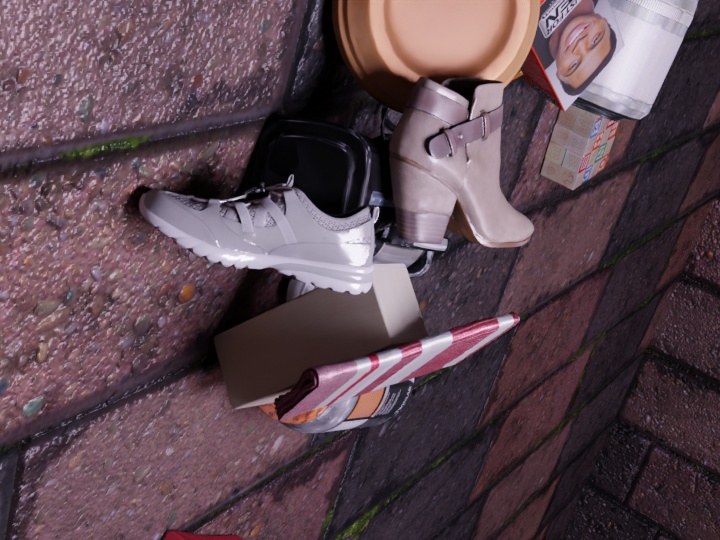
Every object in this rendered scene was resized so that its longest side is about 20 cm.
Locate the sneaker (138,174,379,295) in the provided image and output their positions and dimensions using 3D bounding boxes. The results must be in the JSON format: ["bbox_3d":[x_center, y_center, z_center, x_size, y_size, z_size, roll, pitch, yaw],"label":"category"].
[{"bbox_3d":[-0.079,-0.042,0.868,0.075,0.199,0.082,-145,-111,-71],"label":"sneaker"}]

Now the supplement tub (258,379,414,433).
[{"bbox_3d":[-0.031,0.113,1.161,0.123,0.122,0.200,-63,155,7],"label":"supplement tub"}]

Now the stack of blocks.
[{"bbox_3d":[0.342,-0.233,1.578,0.115,0.058,0.201,-32,143,-47],"label":"stack of blocks"}]

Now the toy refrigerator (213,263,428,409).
[{"bbox_3d":[-0.039,0.064,1.004,0.200,0.076,0.070,-26,166,34],"label":"toy refrigerator"}]

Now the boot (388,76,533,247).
[{"bbox_3d":[0.103,-0.098,0.960,0.199,0.070,0.147,-4,109,-47],"label":"boot"}]

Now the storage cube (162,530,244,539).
[{"bbox_3d":[-0.155,0.412,1.179,0.201,0.179,0.171,-58,156,-2],"label":"storage cube"}]

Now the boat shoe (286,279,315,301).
[{"bbox_3d":[0.000,0.000,1.161,0.200,0.068,0.072,-24,137,-53],"label":"boat shoe"}]

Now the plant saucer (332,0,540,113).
[{"bbox_3d":[0.074,-0.233,0.946,0.199,0.037,0.201,-6,108,-18],"label":"plant saucer"}]

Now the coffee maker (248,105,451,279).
[{"bbox_3d":[-0.009,-0.088,1.007,0.200,0.134,0.193,4,76,-64],"label":"coffee maker"}]

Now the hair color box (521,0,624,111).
[{"bbox_3d":[0.198,-0.258,1.089,0.102,0.061,0.200,-48,150,2],"label":"hair color box"}]

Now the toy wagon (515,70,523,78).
[{"bbox_3d":[0.172,-0.255,1.190,0.200,0.040,0.155,-32,164,-24],"label":"toy wagon"}]

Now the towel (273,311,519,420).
[{"bbox_3d":[0.029,0.083,0.958,0.199,0.023,0.144,-15,167,-24],"label":"towel"}]

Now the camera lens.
[{"bbox_3d":[0.321,-0.300,1.343,0.160,0.160,0.201,-9,124,-60],"label":"camera lens"}]
